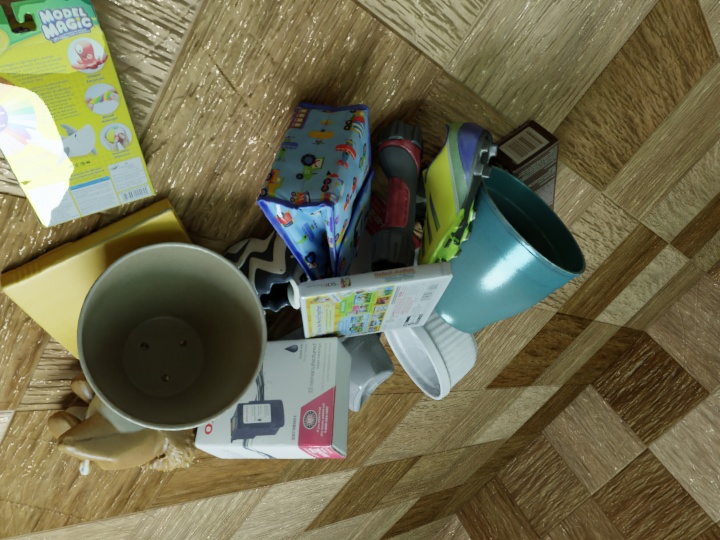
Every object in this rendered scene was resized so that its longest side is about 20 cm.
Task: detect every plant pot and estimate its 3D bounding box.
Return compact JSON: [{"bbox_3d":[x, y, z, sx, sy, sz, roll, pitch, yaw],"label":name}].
[{"bbox_3d":[0.192,-0.014,0.797,0.197,0.203,0.189,4,138,-43],"label":"plant pot"}]

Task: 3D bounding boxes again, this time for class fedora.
[{"bbox_3d":[-0.005,0.167,0.887,0.176,0.090,0.201,-42,160,-15],"label":"fedora"}]

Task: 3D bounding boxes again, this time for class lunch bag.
[{"bbox_3d":[-0.035,-0.075,0.663,0.092,0.153,0.202,7,148,16],"label":"lunch bag"}]

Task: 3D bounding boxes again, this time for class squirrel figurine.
[{"bbox_3d":[-0.325,0.226,0.738,0.198,0.144,0.185,31,133,-29],"label":"squirrel figurine"}]

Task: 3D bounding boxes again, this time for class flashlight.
[{"bbox_3d":[0.044,-0.093,0.689,0.066,0.205,0.068,3,154,11],"label":"flashlight"}]

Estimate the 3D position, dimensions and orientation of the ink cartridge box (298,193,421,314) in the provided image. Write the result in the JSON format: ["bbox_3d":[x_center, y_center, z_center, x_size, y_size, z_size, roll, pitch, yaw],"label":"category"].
[{"bbox_3d":[0.000,0.000,0.832,0.200,0.084,0.144,-44,156,8],"label":"ink cartridge box"}]

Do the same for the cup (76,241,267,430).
[{"bbox_3d":[-0.225,0.087,0.635,0.196,0.205,0.143,-12,168,-31],"label":"cup"}]

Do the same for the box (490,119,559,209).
[{"bbox_3d":[0.286,-0.151,0.946,0.099,0.075,0.201,-33,143,-7],"label":"box"}]

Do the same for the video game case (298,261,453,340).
[{"bbox_3d":[0.013,0.047,0.694,0.177,0.023,0.201,-8,159,-7],"label":"video game case"}]

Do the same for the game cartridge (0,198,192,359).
[{"bbox_3d":[-0.293,0.019,0.663,0.197,0.033,0.178,-26,144,-12],"label":"game cartridge"}]

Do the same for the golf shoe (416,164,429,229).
[{"bbox_3d":[0.143,-0.101,0.882,0.197,0.079,0.095,18,126,-40],"label":"golf shoe"}]

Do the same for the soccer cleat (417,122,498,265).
[{"bbox_3d":[0.110,-0.092,0.699,0.064,0.083,0.205,2,110,-59],"label":"soccer cleat"}]

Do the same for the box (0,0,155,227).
[{"bbox_3d":[-0.271,-0.142,0.484,0.115,0.049,0.202,-22,144,-21],"label":"box"}]

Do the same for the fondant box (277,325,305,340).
[{"bbox_3d":[-0.069,0.153,0.986,0.197,0.059,0.146,-30,144,-13],"label":"fondant box"}]

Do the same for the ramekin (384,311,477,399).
[{"bbox_3d":[0.132,0.129,1.017,0.104,0.201,0.202,-30,145,-16],"label":"ramekin"}]

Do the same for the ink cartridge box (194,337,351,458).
[{"bbox_3d":[-0.118,0.181,0.753,0.195,0.148,0.085,-5,152,14],"label":"ink cartridge box"}]

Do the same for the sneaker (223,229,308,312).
[{"bbox_3d":[-0.079,-0.012,0.726,0.196,0.130,0.080,-27,145,-15],"label":"sneaker"}]
